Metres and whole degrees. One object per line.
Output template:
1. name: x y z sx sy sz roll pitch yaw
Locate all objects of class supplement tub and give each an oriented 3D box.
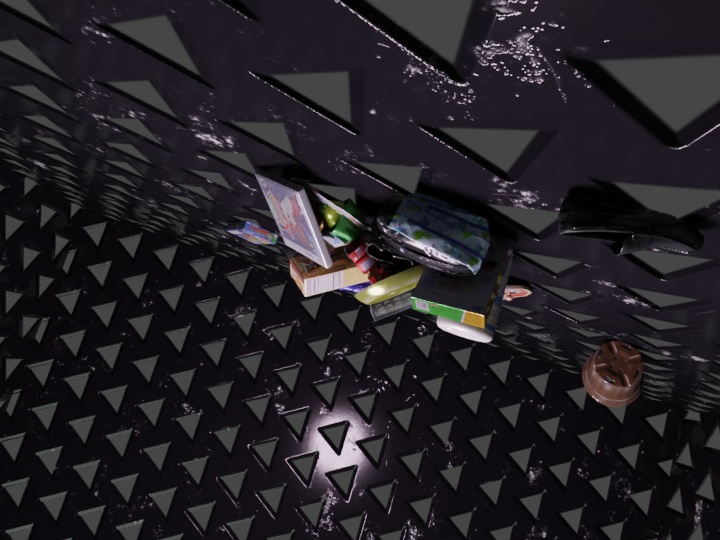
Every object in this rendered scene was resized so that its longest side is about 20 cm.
1. supplement tub: 0.253 0.044 1.152 0.129 0.205 0.132 17 172 3

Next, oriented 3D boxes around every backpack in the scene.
1. backpack: 0.145 -0.065 0.982 0.199 0.155 0.163 38 175 19

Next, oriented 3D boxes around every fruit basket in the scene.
1. fruit basket: -0.095 -0.131 1.175 0.197 0.096 0.184 26 169 -19

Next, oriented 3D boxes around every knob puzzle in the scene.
1. knob puzzle: 0.381 0.069 1.427 0.213 0.031 0.220 1 169 0

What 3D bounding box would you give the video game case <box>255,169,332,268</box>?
1. video game case: -0.148 -0.115 1.155 0.181 0.023 0.203 28 146 45

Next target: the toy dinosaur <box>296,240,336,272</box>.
1. toy dinosaur: -0.084 -0.077 1.308 0.132 0.203 0.087 17 132 -14

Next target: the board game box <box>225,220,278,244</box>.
1. board game box: -0.402 -0.139 1.916 0.134 0.035 0.198 25 169 -32

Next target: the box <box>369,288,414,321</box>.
1. box: 0.119 0.073 1.323 0.195 0.047 0.159 -20 176 -1

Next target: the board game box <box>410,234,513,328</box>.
1. board game box: 0.206 0.006 1.041 0.150 0.202 0.041 14 144 26

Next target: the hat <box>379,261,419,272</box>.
1. hat: 0.143 -0.038 1.291 0.195 0.083 0.201 10 175 1

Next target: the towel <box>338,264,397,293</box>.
1. towel: 0.000 0.000 1.408 0.195 0.149 0.050 8 129 14

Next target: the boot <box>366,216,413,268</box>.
1. boot: 0.106 -0.042 1.127 0.195 0.069 0.132 16 -145 -6

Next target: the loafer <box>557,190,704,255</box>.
1. loafer: 0.381 -0.053 0.743 0.196 0.072 0.068 17 171 8

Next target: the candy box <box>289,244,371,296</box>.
1. candy box: -0.070 -0.006 1.323 0.195 0.057 0.116 -14 -147 -22

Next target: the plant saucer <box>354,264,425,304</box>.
1. plant saucer: 0.082 0.034 1.164 0.196 0.032 0.200 -21 171 -3

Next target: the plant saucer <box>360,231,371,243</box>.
1. plant saucer: 0.019 -0.072 1.469 0.196 0.038 0.201 19 171 3

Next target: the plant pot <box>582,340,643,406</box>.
1. plant pot: 0.856 0.335 1.744 0.196 0.204 0.199 14 162 25

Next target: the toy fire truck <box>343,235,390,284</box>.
1. toy fire truck: 0.021 -0.011 1.205 0.142 0.048 0.200 52 -179 -10
